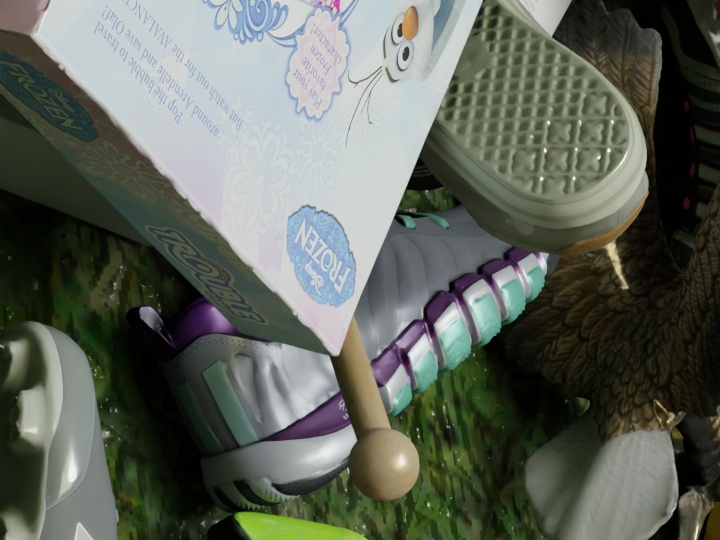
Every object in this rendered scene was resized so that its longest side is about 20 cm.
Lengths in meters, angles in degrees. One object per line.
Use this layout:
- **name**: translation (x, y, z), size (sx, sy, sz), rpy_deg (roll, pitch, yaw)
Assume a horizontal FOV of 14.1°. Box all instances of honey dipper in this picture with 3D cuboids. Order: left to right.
- **honey dipper**: translation (-0.017, -0.004, 0.962), size (0.038, 0.038, 0.201), rpy_deg (30, 32, -43)

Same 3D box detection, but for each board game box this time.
- **board game box**: translation (-0.025, -0.107, 0.860), size (0.200, 0.043, 0.200), rpy_deg (49, 58, -54)

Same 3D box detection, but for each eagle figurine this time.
- **eagle figurine**: translation (0.121, 0.001, 1.121), size (0.151, 0.151, 0.201), rpy_deg (-112, -169, -67)

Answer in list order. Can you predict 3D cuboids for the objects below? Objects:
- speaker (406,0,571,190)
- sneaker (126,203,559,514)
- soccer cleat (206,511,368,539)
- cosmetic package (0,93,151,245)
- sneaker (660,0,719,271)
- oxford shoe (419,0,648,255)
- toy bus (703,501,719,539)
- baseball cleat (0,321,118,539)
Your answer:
- **speaker**: translation (0.049, -0.125, 1.104), size (0.081, 0.081, 0.200), rpy_deg (54, 45, -27)
- **sneaker**: translation (0.000, 0.000, 1.027), size (0.200, 0.074, 0.088), rpy_deg (-42, 106, -47)
- **soccer cleat**: translation (-0.039, 0.177, 0.953), size (0.081, 0.067, 0.201), rpy_deg (20, 69, -21)
- **cosmetic package**: translation (-0.113, -0.109, 0.930), size (0.200, 0.051, 0.152), rpy_deg (22, 63, -46)
- **sneaker**: translation (0.161, -0.032, 1.229), size (0.074, 0.087, 0.201), rpy_deg (10, 52, -50)
- **oxford shoe**: translation (0.029, -0.072, 0.980), size (0.075, 0.200, 0.058), rpy_deg (-37, 145, -5)
- **toy bus**: translation (0.202, 0.184, 1.178), size (0.136, 0.200, 0.193), rpy_deg (30, 92, -50)
- **baseball cleat**: translation (-0.086, 0.119, 0.894), size (0.106, 0.070, 0.201), rpy_deg (9, 85, -37)
